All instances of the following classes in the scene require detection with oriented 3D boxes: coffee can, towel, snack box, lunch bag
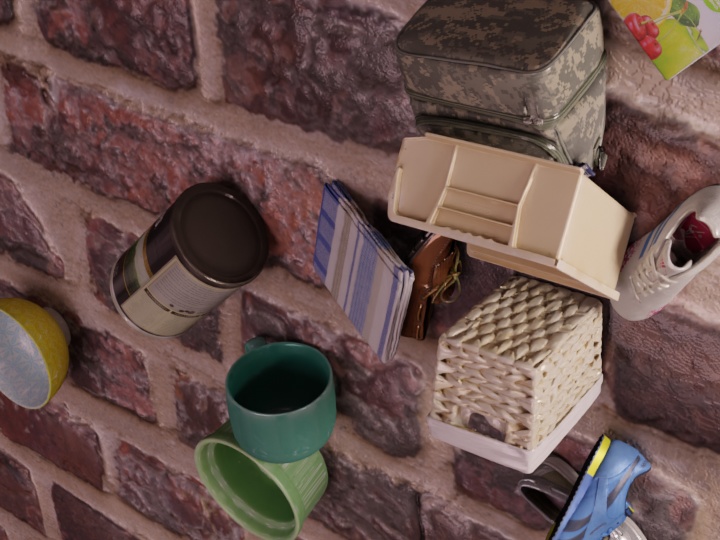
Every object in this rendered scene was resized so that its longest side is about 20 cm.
[{"bbox_3d":[-0.238,-0.009,1.498,0.147,0.146,0.199,53,135,-2],"label":"coffee can"},{"bbox_3d":[0.000,0.000,1.350,0.201,0.023,0.149,51,143,39],"label":"towel"},{"bbox_3d":[0.309,-0.283,0.958,0.143,0.053,0.199,52,135,-2],"label":"snack box"},{"bbox_3d":[0.149,-0.180,1.100,0.198,0.140,0.169,16,145,32],"label":"lunch bag"}]

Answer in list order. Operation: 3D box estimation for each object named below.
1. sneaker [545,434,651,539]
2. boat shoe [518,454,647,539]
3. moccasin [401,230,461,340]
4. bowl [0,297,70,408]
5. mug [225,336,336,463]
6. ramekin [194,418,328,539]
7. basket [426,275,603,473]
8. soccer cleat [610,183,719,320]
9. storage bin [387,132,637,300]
[{"bbox_3d":[0.271,0.296,1.281,0.078,0.066,0.202,29,92,7],"label":"sneaker"},{"bbox_3d":[0.278,0.316,1.346,0.202,0.065,0.075,46,135,6],"label":"boat shoe"},{"bbox_3d":[0.086,0.010,1.306,0.077,0.074,0.203,27,128,7],"label":"moccasin"},{"bbox_3d":[-0.559,0.123,1.864,0.198,0.107,0.203,20,127,29],"label":"bowl"},{"bbox_3d":[-0.105,0.182,1.527,0.149,0.186,0.116,2,125,10],"label":"mug"},{"bbox_3d":[-0.143,0.298,1.631,0.198,0.098,0.202,25,138,25],"label":"ramekin"},{"bbox_3d":[0.176,0.105,1.206,0.134,0.199,0.125,17,121,29],"label":"basket"},{"bbox_3d":[0.306,-0.009,1.108,0.070,0.086,0.201,41,135,9],"label":"soccer cleat"},{"bbox_3d":[0.153,-0.054,1.098,0.196,0.199,0.095,17,89,31],"label":"storage bin"}]
